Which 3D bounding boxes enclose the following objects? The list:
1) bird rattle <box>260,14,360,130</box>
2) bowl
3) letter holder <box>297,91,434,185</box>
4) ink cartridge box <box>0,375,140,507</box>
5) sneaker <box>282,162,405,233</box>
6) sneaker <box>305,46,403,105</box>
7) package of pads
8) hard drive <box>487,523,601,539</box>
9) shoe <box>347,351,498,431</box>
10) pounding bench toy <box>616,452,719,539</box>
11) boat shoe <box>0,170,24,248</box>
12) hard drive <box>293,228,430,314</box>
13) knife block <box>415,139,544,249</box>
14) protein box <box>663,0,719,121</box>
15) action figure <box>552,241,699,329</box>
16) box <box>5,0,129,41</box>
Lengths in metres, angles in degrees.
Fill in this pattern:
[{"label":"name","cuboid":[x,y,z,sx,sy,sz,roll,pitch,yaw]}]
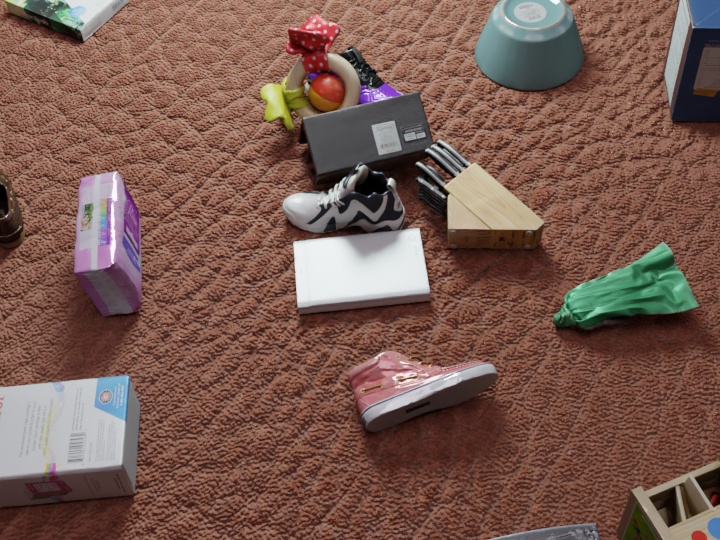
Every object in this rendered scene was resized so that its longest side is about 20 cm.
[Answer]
[{"label":"bird rattle","cuboid":[-0.075,-0.326,1.767,0.163,0.200,0.113,31,16,-5]},{"label":"bowl","cuboid":[0.309,-0.430,1.858,0.201,0.105,0.201,-1,52,2]},{"label":"letter holder","cuboid":[0.005,-0.210,1.720,0.200,0.142,0.101,-14,84,-9]},{"label":"ink cartridge box","cuboid":[-0.408,0.231,1.393,0.200,0.085,0.145,-4,51,-1]},{"label":"sneaker","cuboid":[-0.030,-0.122,1.619,0.199,0.130,0.080,12,52,14]},{"label":"sneaker","cuboid":[-0.006,-0.337,1.797,0.200,0.100,0.070,20,30,19]},{"label":"package of pads","cuboid":[-0.386,-0.040,1.585,0.076,0.121,0.200,-11,51,2]},{"label":"hard drive","cuboid":[0.207,0.388,1.250,0.200,0.042,0.135,-10,52,-4]},{"label":"shoe","cuboid":[0.084,0.147,1.433,0.200,0.071,0.091,-20,58,-6]},{"label":"pounding bench toy","cuboid":[0.431,0.342,1.219,0.156,0.124,0.200,-19,53,-12]},{"label":"boat shoe","cuboid":[-0.607,-0.125,1.703,0.070,0.070,0.200,-29,54,-17]},{"label":"hard drive","cuboid":[0.000,0.000,1.587,0.200,0.026,0.132,-6,51,0]},{"label":"knife block","cuboid":[0.186,-0.124,1.627,0.200,0.064,0.176,1,64,5]},{"label":"protein box","cuboid":[0.628,-0.366,1.722,0.198,0.200,0.135,2,52,5]},{"label":"action figure","cuboid":[0.375,0.042,1.509,0.200,0.055,0.118,-18,54,-1]},{"label":"box","cuboid":[-0.584,-0.537,2.051,0.200,0.036,0.144,23,56,22]}]
